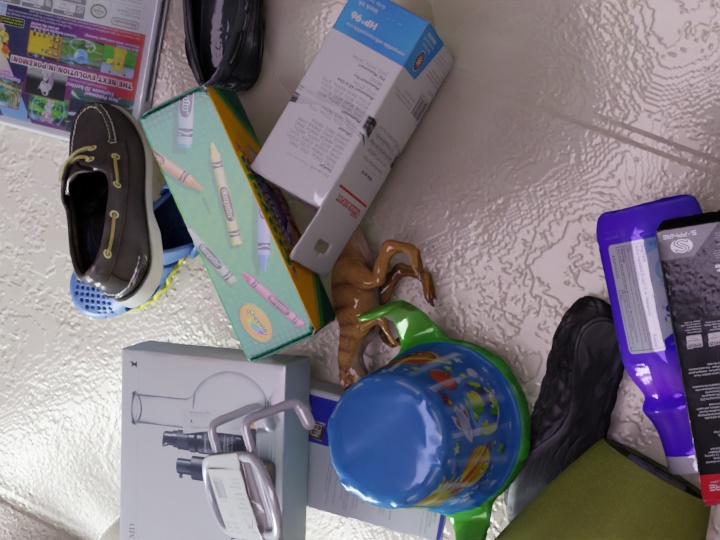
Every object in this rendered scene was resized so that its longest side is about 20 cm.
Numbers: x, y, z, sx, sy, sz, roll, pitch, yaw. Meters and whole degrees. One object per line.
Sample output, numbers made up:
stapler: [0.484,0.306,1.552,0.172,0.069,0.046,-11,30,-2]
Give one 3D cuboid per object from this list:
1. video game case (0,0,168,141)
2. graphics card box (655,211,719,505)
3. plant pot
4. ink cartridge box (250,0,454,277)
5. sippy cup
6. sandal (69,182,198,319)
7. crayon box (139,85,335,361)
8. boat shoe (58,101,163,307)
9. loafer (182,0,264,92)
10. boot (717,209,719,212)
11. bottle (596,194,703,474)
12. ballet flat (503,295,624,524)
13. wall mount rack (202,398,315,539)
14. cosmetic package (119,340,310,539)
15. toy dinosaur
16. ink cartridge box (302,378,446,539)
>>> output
video game case: [-0.261,-0.208,1.479,0.199,0.023,0.183,15,100,19]
graphics card box: [0.282,0.055,1.195,0.125,0.051,0.201,-10,99,19]
plant pot: [0.170,0.232,1.278,0.187,0.187,0.201,30,95,17]
ink cartridge box: [-0.014,-0.102,1.314,0.068,0.116,0.201,30,89,16]
sippy cup: [0.043,0.121,1.285,0.178,0.130,0.140,40,107,19]
sandal: [-0.171,-0.026,1.427,0.200,0.087,0.080,-38,83,23]
crayon box: [-0.090,-0.038,1.310,0.058,0.119,0.201,-24,91,8]
boat shoe: [-0.206,-0.064,1.382,0.072,0.060,0.202,-38,49,26]
loafer: [-0.111,-0.243,1.388,0.068,0.070,0.202,2,96,21]
boot: [0.355,0.029,1.228,0.162,0.073,0.199,-17,95,24]
bottle: [0.230,0.048,1.273,0.065,0.083,0.201,-11,91,55]
ballet flat: [0.160,0.116,1.336,0.066,0.057,0.201,16,108,-8]
wall mount rack: [-0.054,0.185,1.287,0.074,0.200,0.175,-18,90,-18]
cosmetic package: [-0.120,0.164,1.406,0.150,0.052,0.201,4,97,24]
toy dinosaur: [0.000,0.000,1.369,0.106,0.060,0.201,-9,83,14]
ink cartridge box: [-0.012,0.148,1.406,0.199,0.039,0.100,14,100,22]
